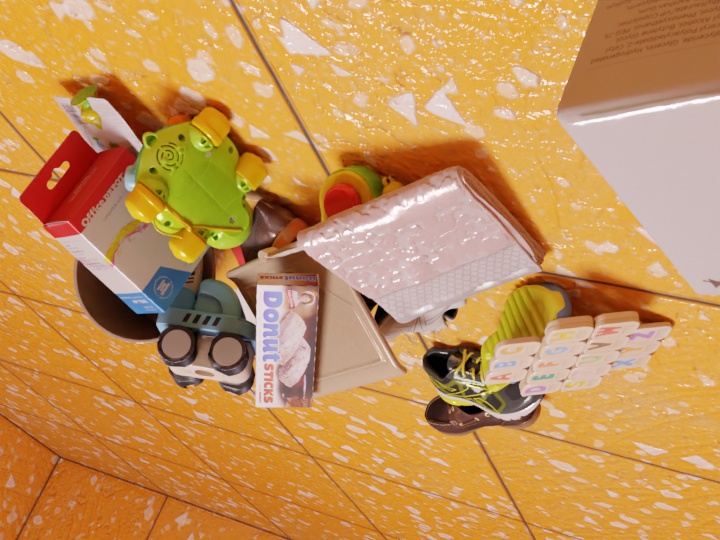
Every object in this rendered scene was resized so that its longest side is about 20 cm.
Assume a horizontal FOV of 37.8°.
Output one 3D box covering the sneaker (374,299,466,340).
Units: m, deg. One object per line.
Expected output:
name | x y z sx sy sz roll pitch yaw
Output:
sneaker | 0.068 0.052 1.294 0.086 0.075 0.200 22 158 -8

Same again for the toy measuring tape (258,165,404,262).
toy measuring tape | -0.037 -0.066 1.122 0.198 0.074 0.074 -17 136 34

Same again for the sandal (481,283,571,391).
sandal | 0.205 0.074 1.220 0.086 0.081 0.200 -3 155 -14

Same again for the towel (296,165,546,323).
towel | 0.066 -0.020 1.085 0.198 0.033 0.191 -21 140 29

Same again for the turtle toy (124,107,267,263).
turtle toy | -0.183 -0.090 1.180 0.101 0.146 0.200 31 167 46

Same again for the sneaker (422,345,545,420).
sneaker | 0.157 0.144 1.390 0.199 0.075 0.085 -4 144 48

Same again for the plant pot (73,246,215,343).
plant pot | -0.278 0.020 1.459 0.185 0.189 0.200 22 170 6

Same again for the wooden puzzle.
wooden puzzle | -0.052 0.057 1.262 0.184 0.037 0.201 -20 108 45

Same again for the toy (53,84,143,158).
toy | -0.264 -0.140 1.245 0.114 0.047 0.201 10 148 43

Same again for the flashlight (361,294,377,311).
flashlight | 0.000 0.000 1.263 0.067 0.069 0.200 -10 166 -14

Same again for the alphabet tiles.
alphabet tiles | 0.239 0.096 1.168 0.193 0.015 0.201 -5 154 -5

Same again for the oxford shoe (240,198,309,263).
oxford shoe | -0.119 -0.030 1.326 0.073 0.071 0.200 41 150 4

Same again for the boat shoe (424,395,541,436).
boat shoe | 0.160 0.188 1.489 0.070 0.071 0.199 31 148 -33

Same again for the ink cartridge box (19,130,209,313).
ink cartridge box | -0.278 -0.057 1.214 0.067 0.117 0.200 -2 139 48

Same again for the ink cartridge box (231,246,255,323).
ink cartridge box | -0.103 0.045 1.475 0.159 0.051 0.201 16 157 19

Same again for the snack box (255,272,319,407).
snack box | -0.088 0.086 1.242 0.071 0.024 0.202 1 130 -5

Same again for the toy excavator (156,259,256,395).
toy excavator | -0.206 0.037 1.315 0.192 0.203 0.100 8 156 6

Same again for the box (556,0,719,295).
box | 0.265 -0.109 0.637 0.198 0.173 0.199 -2 145 46
